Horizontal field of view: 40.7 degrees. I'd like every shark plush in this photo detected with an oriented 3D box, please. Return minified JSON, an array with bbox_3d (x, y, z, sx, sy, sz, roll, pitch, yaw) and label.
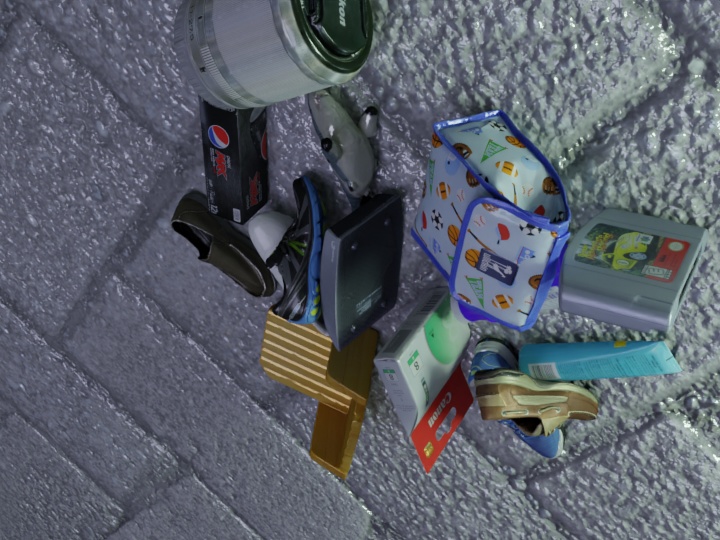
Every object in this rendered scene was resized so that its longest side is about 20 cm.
[{"bbox_3d":[-0.014,-0.147,1.265,0.083,0.091,0.201,29,159,40],"label":"shark plush"}]

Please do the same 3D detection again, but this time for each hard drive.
[{"bbox_3d":[0.000,0.000,1.299,0.042,0.135,0.202,31,141,29],"label":"hard drive"}]

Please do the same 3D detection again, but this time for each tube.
[{"bbox_3d":[0.302,0.116,1.246,0.198,0.051,0.077,-6,150,35],"label":"tube"}]

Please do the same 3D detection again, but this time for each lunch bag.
[{"bbox_3d":[0.151,-0.053,1.105,0.201,0.123,0.171,55,150,35],"label":"lunch bag"}]

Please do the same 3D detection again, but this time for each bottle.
[{"bbox_3d":[0.202,0.022,1.215,0.083,0.066,0.199,16,155,-41],"label":"bottle"}]

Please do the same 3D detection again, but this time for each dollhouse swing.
[{"bbox_3d":[-0.079,0.177,1.475,0.174,0.183,0.201,13,134,-2],"label":"dollhouse swing"}]

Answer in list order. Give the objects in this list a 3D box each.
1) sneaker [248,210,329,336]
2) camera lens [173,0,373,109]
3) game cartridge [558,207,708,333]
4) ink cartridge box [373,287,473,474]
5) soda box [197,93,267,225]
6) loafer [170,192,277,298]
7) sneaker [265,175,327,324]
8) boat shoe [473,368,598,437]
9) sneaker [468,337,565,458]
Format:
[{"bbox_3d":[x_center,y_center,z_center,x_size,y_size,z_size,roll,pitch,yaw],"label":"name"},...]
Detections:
[{"bbox_3d":[-0.088,0.003,1.379,0.076,0.081,0.201,-33,110,17],"label":"sneaker"},{"bbox_3d":[-0.096,-0.279,1.119,0.198,0.160,0.161,-8,119,38],"label":"camera lens"},{"bbox_3d":[0.289,-0.007,1.047,0.132,0.200,0.041,11,123,25],"label":"game cartridge"},{"bbox_3d":[0.107,0.150,1.323,0.050,0.161,0.201,-4,121,40],"label":"ink cartridge box"},{"bbox_3d":[-0.171,-0.167,1.321,0.063,0.071,0.202,20,133,20],"label":"soda box"},{"bbox_3d":[-0.211,-0.025,1.462,0.200,0.070,0.075,43,136,-3],"label":"loafer"},{"bbox_3d":[-0.088,-0.029,1.311,0.082,0.071,0.202,3,86,7],"label":"sneaker"},{"bbox_3d":[0.226,0.181,1.267,0.198,0.075,0.075,15,159,-29],"label":"boat shoe"},{"bbox_3d":[0.210,0.191,1.346,0.075,0.077,0.201,-27,108,42],"label":"sneaker"}]
